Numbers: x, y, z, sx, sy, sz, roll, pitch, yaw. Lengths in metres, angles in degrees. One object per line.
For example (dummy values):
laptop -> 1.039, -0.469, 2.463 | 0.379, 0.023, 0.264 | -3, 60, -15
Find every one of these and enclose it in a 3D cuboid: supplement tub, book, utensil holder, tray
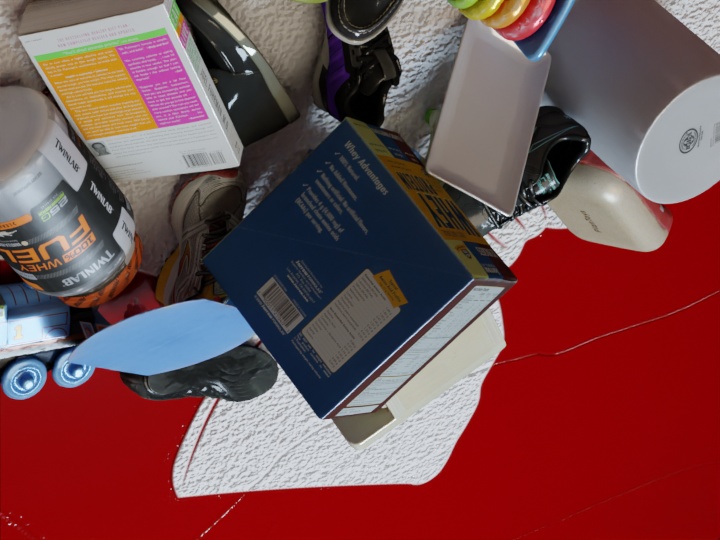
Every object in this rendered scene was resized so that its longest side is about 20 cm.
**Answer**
supplement tub -> -0.281, -0.059, 1.382 | 0.122, 0.123, 0.200 | -36, 139, -3
book -> -0.197, -0.159, 1.362 | 0.133, 0.048, 0.200 | -5, 140, 14
utensil holder -> 0.294, -0.189, 1.626 | 0.169, 0.200, 0.171 | -19, 135, -20
tray -> 0.127, -0.158, 1.558 | 0.107, 0.201, 0.022 | 26, 153, -20

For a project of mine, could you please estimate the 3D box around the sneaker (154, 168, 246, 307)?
sneaker -> -0.147, -0.016, 1.548 | 0.077, 0.082, 0.201 | -9, 132, -30

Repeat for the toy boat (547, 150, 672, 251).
toy boat -> 0.290, -0.109, 1.776 | 0.200, 0.130, 0.131 | 42, 68, -49

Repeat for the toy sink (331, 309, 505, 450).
toy sink -> 0.028, 0.067, 1.631 | 0.200, 0.130, 0.112 | -35, 139, -3

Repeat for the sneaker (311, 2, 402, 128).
sneaker -> 0.005, -0.219, 1.462 | 0.069, 0.100, 0.201 | -17, 131, -23

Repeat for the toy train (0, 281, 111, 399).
toy train -> -0.333, 0.059, 1.482 | 0.199, 0.087, 0.115 | -10, 123, -32

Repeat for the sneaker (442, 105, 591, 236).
sneaker -> 0.152, -0.089, 1.581 | 0.200, 0.079, 0.075 | -46, 129, -6

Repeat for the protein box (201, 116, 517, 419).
protein box -> 0.000, 0.000, 1.468 | 0.200, 0.199, 0.135 | -43, 163, 16

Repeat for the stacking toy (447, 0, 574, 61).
stacking toy -> 0.104, -0.288, 1.483 | 0.199, 0.116, 0.110 | 10, 122, -30

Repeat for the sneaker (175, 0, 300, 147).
sneaker -> -0.138, -0.171, 1.423 | 0.106, 0.075, 0.200 | -38, 140, -1

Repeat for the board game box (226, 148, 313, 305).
board game box -> -0.022, -0.014, 1.662 | 0.199, 0.056, 0.196 | 16, 116, -43

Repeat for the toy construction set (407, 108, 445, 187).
toy construction set -> 0.128, -0.113, 1.654 | 0.200, 0.092, 0.132 | 18, 100, -49

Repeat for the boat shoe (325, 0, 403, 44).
boat shoe -> 0.035, -0.295, 1.391 | 0.074, 0.060, 0.201 | 35, 78, -11

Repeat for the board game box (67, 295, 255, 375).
board game box -> -0.186, 0.049, 1.491 | 0.157, 0.039, 0.200 | -25, 161, 22

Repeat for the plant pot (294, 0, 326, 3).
plant pot -> -0.030, -0.334, 1.285 | 0.200, 0.201, 0.193 | 5, 135, -38

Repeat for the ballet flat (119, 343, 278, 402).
ballet flat -> -0.170, 0.108, 1.682 | 0.199, 0.057, 0.067 | 4, 96, -44
